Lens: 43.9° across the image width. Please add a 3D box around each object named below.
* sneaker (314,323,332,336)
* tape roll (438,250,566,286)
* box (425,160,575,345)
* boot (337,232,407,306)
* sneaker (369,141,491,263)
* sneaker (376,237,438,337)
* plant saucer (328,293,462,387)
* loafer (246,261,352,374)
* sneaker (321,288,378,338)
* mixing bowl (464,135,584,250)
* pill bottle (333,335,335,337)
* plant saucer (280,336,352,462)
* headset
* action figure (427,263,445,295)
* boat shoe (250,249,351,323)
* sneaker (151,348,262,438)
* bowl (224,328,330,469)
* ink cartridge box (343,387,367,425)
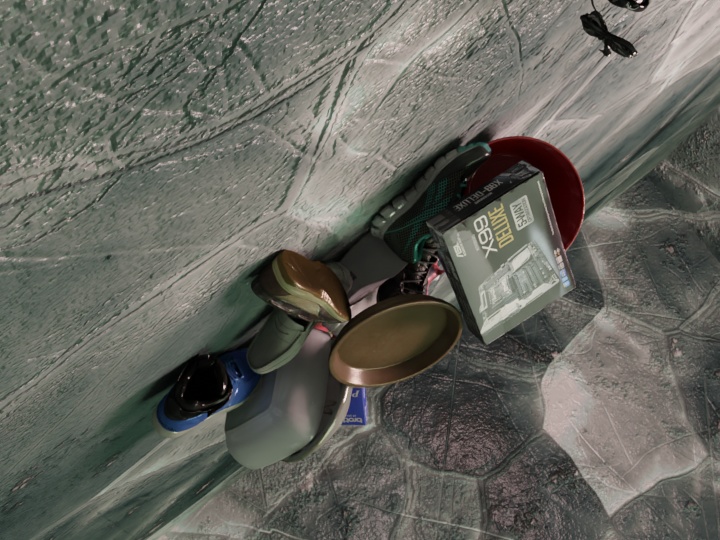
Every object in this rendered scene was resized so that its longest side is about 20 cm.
[{"bbox_3d":[-0.070,0.121,1.498,0.073,0.087,0.200,-32,168,-32],"label":"sneaker"},{"bbox_3d":[0.219,-0.048,1.416,0.199,0.200,0.085,-36,131,-7],"label":"tape roll"},{"bbox_3d":[0.191,-0.021,1.196,0.157,0.050,0.201,-31,124,-10],"label":"box"},{"bbox_3d":[0.000,0.000,1.309,0.199,0.074,0.096,-35,180,11],"label":"boot"},{"bbox_3d":[0.108,-0.087,1.197,0.200,0.092,0.077,-43,169,23],"label":"sneaker"},{"bbox_3d":[0.076,-0.003,1.320,0.115,0.075,0.201,116,-11,-52],"label":"sneaker"},{"bbox_3d":[0.047,0.096,1.247,0.198,0.030,0.201,-15,144,-11],"label":"plant saucer"},{"bbox_3d":[-0.094,0.064,1.242,0.200,0.070,0.070,-50,158,12],"label":"loafer"},{"bbox_3d":[0.022,0.050,1.434,0.200,0.088,0.075,-48,-178,-35],"label":"sneaker"},{"bbox_3d":[0.212,-0.105,1.290,0.200,0.200,0.109,-40,-164,12],"label":"mixing bowl"},{"bbox_3d":[-0.052,0.170,1.643,0.199,0.113,0.112,-26,175,23],"label":"pill bottle"},{"bbox_3d":[-0.066,0.202,1.367,0.200,0.050,0.202,-38,-144,34],"label":"plant saucer"},{"bbox_3d":[0.287,-0.298,0.890,0.200,0.094,0.124,-47,172,-18],"label":"headset"},{"bbox_3d":[0.063,0.048,1.515,0.148,0.134,0.200,32,103,-33],"label":"action figure"},{"bbox_3d":[-0.072,0.027,1.125,0.064,0.074,0.200,-24,153,15],"label":"boat shoe"},{"bbox_3d":[-0.194,0.153,1.249,0.199,0.077,0.111,-28,168,-43],"label":"sneaker"},{"bbox_3d":[-0.136,0.187,1.368,0.199,0.074,0.201,-31,-140,39],"label":"bowl"},{"bbox_3d":[-0.089,0.227,1.590,0.044,0.197,0.095,-82,169,-53],"label":"ink cartridge box"}]
